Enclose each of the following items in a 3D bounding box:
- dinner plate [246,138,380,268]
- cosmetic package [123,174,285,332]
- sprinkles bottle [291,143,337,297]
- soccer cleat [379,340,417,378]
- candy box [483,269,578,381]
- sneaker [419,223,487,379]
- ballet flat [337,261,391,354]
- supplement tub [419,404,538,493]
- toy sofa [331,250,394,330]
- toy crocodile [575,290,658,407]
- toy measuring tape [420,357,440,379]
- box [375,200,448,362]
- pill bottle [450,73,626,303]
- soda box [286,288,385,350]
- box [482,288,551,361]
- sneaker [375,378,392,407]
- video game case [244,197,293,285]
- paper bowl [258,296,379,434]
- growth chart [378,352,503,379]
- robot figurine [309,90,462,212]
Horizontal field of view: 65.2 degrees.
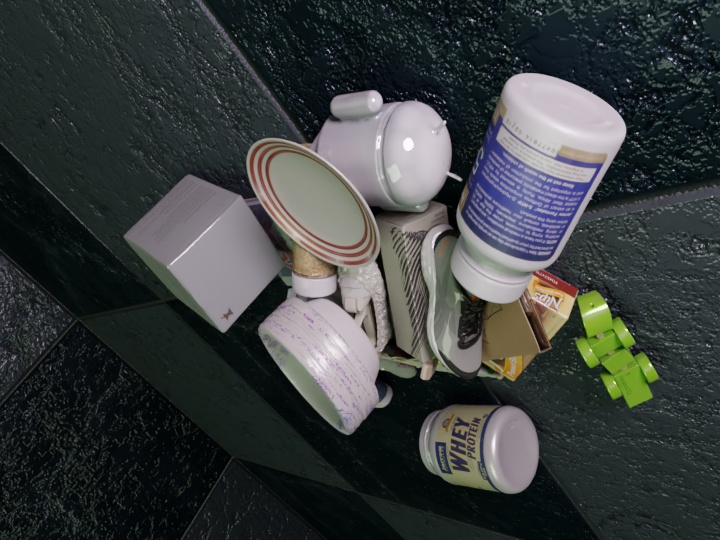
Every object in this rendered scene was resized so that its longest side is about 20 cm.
[{"bbox_3d":[-0.055,-0.081,0.682,0.195,0.025,0.203,28,150,17],"label":"dinner plate"},{"bbox_3d":[-0.272,-0.035,0.987,0.197,0.167,0.170,23,152,44],"label":"cosmetic package"},{"bbox_3d":[-0.064,-0.070,0.790,0.066,0.068,0.208,12,110,31],"label":"sprinkles bottle"},{"bbox_3d":[0.017,0.164,1.091,0.197,0.087,0.070,35,149,-1],"label":"soccer cleat"},{"bbox_3d":[0.213,0.070,0.807,0.113,0.056,0.202,31,148,11],"label":"candy box"},{"bbox_3d":[0.125,0.047,0.708,0.079,0.072,0.207,19,126,57],"label":"sneaker"},{"bbox_3d":[0.005,0.053,0.821,0.070,0.072,0.204,12,138,32],"label":"ballet flat"},{"bbox_3d":[0.219,0.330,1.061,0.145,0.147,0.197,47,146,-20],"label":"supplement tub"},{"bbox_3d":[0.000,0.000,0.893,0.196,0.084,0.099,31,146,6],"label":"toy sofa"},{"bbox_3d":[0.336,0.111,0.745,0.067,0.063,0.200,-33,119,18],"label":"toy crocodile"},{"bbox_3d":[0.100,0.113,0.869,0.071,0.199,0.077,4,103,20],"label":"toy measuring tape"},{"bbox_3d":[0.081,0.013,0.767,0.068,0.080,0.207,26,135,53],"label":"box"},{"bbox_3d":[0.161,-0.072,0.560,0.117,0.120,0.205,26,129,12],"label":"pill bottle"},{"bbox_3d":[-0.038,0.087,0.979,0.196,0.071,0.062,22,161,-41],"label":"soda box"},{"bbox_3d":[0.157,0.038,0.747,0.169,0.021,0.200,68,159,5],"label":"box"},{"bbox_3d":[-0.043,0.245,1.250,0.197,0.079,0.146,-13,137,39],"label":"sneaker"},{"bbox_3d":[-0.125,-0.048,1.008,0.178,0.023,0.203,0,134,43],"label":"video game case"},{"bbox_3d":[-0.050,0.124,0.811,0.199,0.104,0.203,40,158,19],"label":"paper bowl"},{"bbox_3d":[0.132,0.165,0.980,0.195,0.018,0.143,1,164,40],"label":"growth chart"},{"bbox_3d":[0.026,-0.134,0.663,0.195,0.115,0.171,6,147,39],"label":"robot figurine"}]
